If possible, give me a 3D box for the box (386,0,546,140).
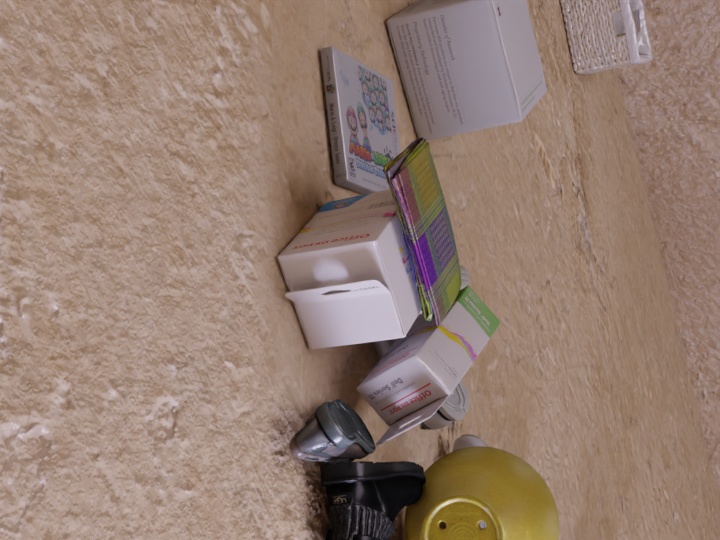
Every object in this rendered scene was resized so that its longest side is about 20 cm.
[{"bbox_3d":[0.170,-0.329,1.965,0.199,0.171,0.201,-47,123,-61],"label":"box"}]

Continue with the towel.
[{"bbox_3d":[0.077,-0.051,1.518,0.144,0.023,0.201,-52,128,-61],"label":"towel"}]

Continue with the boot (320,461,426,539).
[{"bbox_3d":[0.017,0.307,1.486,0.211,0.079,0.158,16,63,-59],"label":"boot"}]

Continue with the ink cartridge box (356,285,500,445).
[{"bbox_3d":[0.075,0.114,1.546,0.067,0.117,0.200,49,42,-7],"label":"ink cartridge box"}]

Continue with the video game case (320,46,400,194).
[{"bbox_3d":[0.007,-0.192,1.728,0.200,0.024,0.183,12,69,-64],"label":"video game case"}]

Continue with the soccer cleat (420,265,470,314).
[{"bbox_3d":[0.105,0.019,1.819,0.200,0.069,0.078,-43,117,-59],"label":"soccer cleat"}]

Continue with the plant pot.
[{"bbox_3d":[0.137,0.321,1.572,0.142,0.199,0.201,18,64,-73],"label":"plant pot"}]

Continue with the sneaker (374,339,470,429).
[{"bbox_3d":[0.057,0.123,1.668,0.076,0.080,0.200,-36,96,-43],"label":"sneaker"}]

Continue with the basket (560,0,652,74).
[{"bbox_3d":[0.585,-0.574,3.013,0.200,0.160,0.199,-23,102,-65],"label":"basket"}]

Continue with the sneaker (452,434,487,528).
[{"bbox_3d":[0.157,0.330,1.787,0.087,0.074,0.201,16,65,-59],"label":"sneaker"}]

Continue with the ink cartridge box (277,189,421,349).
[{"bbox_3d":[0.000,0.000,1.509,0.200,0.128,0.126,-53,129,-58],"label":"ink cartridge box"}]

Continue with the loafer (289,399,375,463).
[{"bbox_3d":[-0.034,0.189,1.456,0.072,0.063,0.200,58,4,16],"label":"loafer"}]
